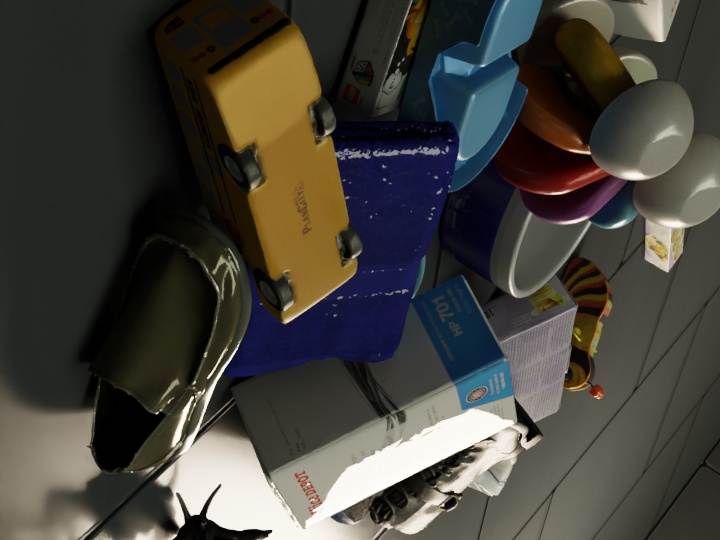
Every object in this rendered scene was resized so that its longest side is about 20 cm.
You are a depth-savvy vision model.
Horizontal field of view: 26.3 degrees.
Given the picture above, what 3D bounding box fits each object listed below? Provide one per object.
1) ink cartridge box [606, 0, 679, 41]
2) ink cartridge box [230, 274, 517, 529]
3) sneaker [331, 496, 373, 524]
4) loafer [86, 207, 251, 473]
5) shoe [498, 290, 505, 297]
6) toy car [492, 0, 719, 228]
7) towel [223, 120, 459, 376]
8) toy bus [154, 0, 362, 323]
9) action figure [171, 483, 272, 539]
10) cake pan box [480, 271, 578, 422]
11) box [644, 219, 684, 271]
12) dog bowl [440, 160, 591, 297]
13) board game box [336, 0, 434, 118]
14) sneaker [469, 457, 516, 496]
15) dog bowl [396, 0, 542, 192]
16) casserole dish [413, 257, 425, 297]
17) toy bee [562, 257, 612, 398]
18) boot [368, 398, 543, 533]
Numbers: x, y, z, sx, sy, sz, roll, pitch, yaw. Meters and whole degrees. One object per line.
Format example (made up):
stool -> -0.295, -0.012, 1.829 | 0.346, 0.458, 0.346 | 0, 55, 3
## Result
ink cartridge box -> 0.215, -0.293, 1.181 | 0.200, 0.085, 0.149 | 60, 49, -65
ink cartridge box -> 0.015, 0.106, 1.200 | 0.198, 0.086, 0.147 | -25, 154, -3
sneaker -> 0.003, 0.169, 1.375 | 0.075, 0.078, 0.201 | -42, 154, -33
loafer -> -0.122, 0.054, 0.947 | 0.070, 0.075, 0.201 | -38, 151, -50
shoe -> 0.144, 0.085, 1.623 | 0.202, 0.069, 0.053 | -66, -160, 8
toy car -> 0.180, -0.104, 1.200 | 0.150, 0.176, 0.200 | -40, 140, 11
towel -> -0.022, -0.018, 1.052 | 0.146, 0.050, 0.201 | -5, 132, -27
toy bus -> -0.056, -0.062, 0.891 | 0.065, 0.078, 0.201 | -37, 144, -20
action figure -> -0.124, 0.267, 1.198 | 0.118, 0.102, 0.202 | -7, 89, -30
cake pan box -> 0.115, 0.109, 1.493 | 0.183, 0.053, 0.201 | -23, 146, -14
box -> 0.393, -0.061, 1.985 | 0.042, 0.039, 0.200 | -53, 158, -16
dog bowl -> 0.159, -0.081, 1.386 | 0.200, 0.078, 0.201 | -47, 156, -28
board game box -> 0.064, -0.188, 1.093 | 0.200, 0.034, 0.127 | -27, 143, -54
sneaker -> 0.137, 0.213, 1.761 | 0.200, 0.072, 0.071 | 38, 75, -78
dog bowl -> 0.080, -0.150, 1.063 | 0.111, 0.049, 0.201 | -35, 150, -46
casserole dish -> 0.000, 0.000, 1.198 | 0.121, 0.039, 0.201 | -50, 157, -20
toy bee -> 0.246, 0.094, 1.777 | 0.131, 0.108, 0.201 | -20, 137, -61
boot -> 0.078, 0.181, 1.442 | 0.174, 0.069, 0.200 | -40, 150, 6
